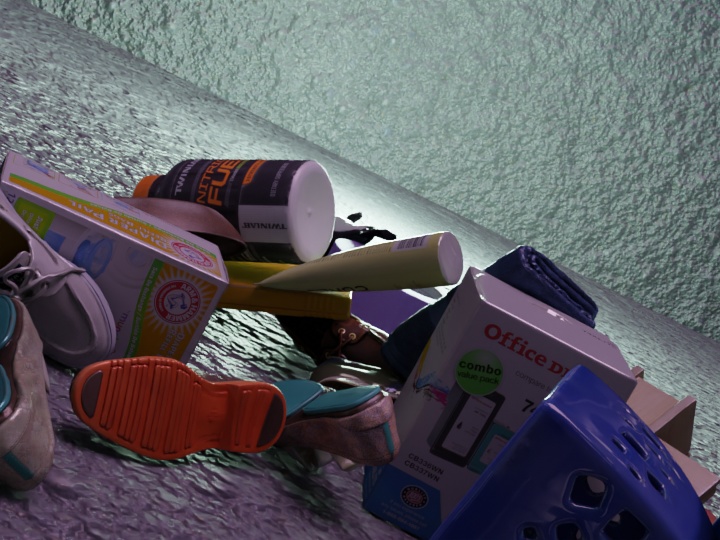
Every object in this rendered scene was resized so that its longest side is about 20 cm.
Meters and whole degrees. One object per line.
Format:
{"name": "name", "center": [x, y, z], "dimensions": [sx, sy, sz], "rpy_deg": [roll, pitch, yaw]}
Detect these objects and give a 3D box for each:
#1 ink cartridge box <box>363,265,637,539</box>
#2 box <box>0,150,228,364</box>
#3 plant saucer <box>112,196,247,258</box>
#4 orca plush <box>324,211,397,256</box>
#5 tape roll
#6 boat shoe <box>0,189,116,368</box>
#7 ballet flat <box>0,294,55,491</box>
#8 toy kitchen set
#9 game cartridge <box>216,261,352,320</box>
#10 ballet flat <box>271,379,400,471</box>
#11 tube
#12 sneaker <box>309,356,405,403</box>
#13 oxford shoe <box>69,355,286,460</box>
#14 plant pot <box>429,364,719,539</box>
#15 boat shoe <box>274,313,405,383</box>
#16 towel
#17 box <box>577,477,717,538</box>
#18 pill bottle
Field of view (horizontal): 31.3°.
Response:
{"name": "ink cartridge box", "center": [0.113, 0.125, 1.085], "dimensions": [0.147, 0.200, 0.146], "rpy_deg": [27, 11, -3]}
{"name": "box", "center": [-0.222, 0.001, 1.058], "dimensions": [0.200, 0.113, 0.101], "rpy_deg": [26, 12, -19]}
{"name": "plant saucer", "center": [-0.206, -0.038, 1.207], "dimensions": [0.200, 0.037, 0.200], "rpy_deg": [1, -8, 0]}
{"name": "orca plush", "center": [-0.020, -0.036, 1.859], "dimensions": [0.200, 0.071, 0.105], "rpy_deg": [-2, 22, 45]}
{"name": "tape roll", "center": [0.040, 0.033, 1.716], "dimensions": [0.200, 0.066, 0.200], "rpy_deg": [27, 10, -5]}
{"name": "boat shoe", "center": [-0.255, 0.001, 0.947], "dimensions": [0.202, 0.075, 0.086], "rpy_deg": [56, 3, -18]}
{"name": "ballet flat", "center": [-0.232, 0.081, 0.837], "dimensions": [0.062, 0.067, 0.200], "rpy_deg": [54, 2, -26]}
{"name": "toy kitchen set", "center": [0.276, 0.242, 1.307], "dimensions": [0.200, 0.181, 0.163], "rpy_deg": [-30, 44, -29]}
{"name": "game cartridge", "center": [-0.107, 0.013, 1.338], "dimensions": [0.200, 0.032, 0.176], "rpy_deg": [8, 11, 0]}
{"name": "ballet flat", "center": [-0.032, 0.129, 1.032], "dimensions": [0.200, 0.068, 0.067], "rpy_deg": [-4, -67, 63]}
{"name": "tube", "center": [0.000, 0.000, 1.226], "dimensions": [0.200, 0.052, 0.058], "rpy_deg": [-7, -39, 30]}
{"name": "sneaker", "center": [0.043, 0.134, 1.222], "dimensions": [0.200, 0.067, 0.090], "rpy_deg": [23, 16, -11]}
{"name": "oxford shoe", "center": [-0.146, 0.101, 0.952], "dimensions": [0.073, 0.071, 0.200], "rpy_deg": [10, -7, 39]}
{"name": "plant pot", "center": [0.148, 0.199, 0.858], "dimensions": [0.180, 0.200, 0.200], "rpy_deg": [38, 13, 12]}
{"name": "boat shoe", "center": [-0.018, 0.080, 1.330], "dimensions": [0.200, 0.070, 0.070], "rpy_deg": [27, 0, 45]}
{"name": "towel", "center": [0.118, 0.057, 1.205], "dimensions": [0.112, 0.200, 0.049], "rpy_deg": [41, 39, -16]}
{"name": "box", "center": [0.250, 0.262, 1.043], "dimensions": [0.152, 0.106, 0.200], "rpy_deg": [24, 12, -22]}
{"name": "pill bottle", "center": [-0.135, -0.061, 1.316], "dimensions": [0.200, 0.106, 0.106], "rpy_deg": [2, -1, 24]}
